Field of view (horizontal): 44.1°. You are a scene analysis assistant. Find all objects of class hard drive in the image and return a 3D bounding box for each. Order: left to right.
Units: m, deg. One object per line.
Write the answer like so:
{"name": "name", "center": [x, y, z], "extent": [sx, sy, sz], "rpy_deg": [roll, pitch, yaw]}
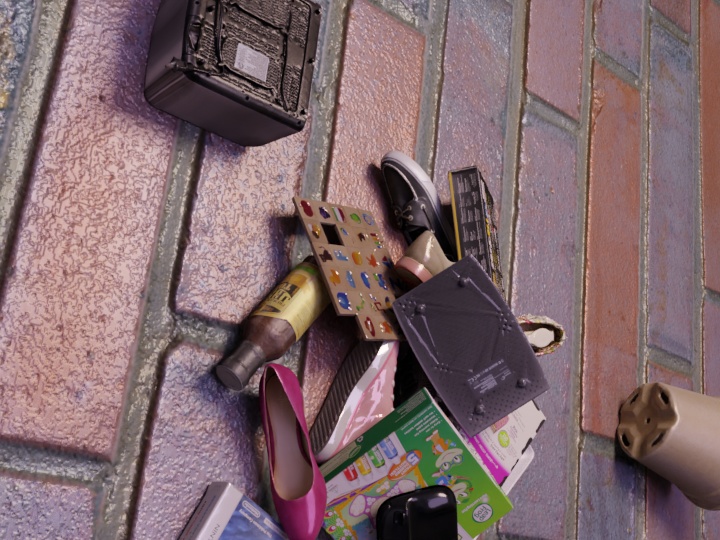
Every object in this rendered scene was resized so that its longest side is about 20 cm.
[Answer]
{"name": "hard drive", "center": [0.139, 0.095, 1.137], "extent": [0.134, 0.042, 0.201], "rpy_deg": [-31, 93, -1]}

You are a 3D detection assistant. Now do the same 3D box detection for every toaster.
{"name": "toaster", "center": [-0.156, -0.266, 1.070], "extent": [0.199, 0.118, 0.183], "rpy_deg": [19, 67, -36]}

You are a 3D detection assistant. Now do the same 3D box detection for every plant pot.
{"name": "plant pot", "center": [0.545, 0.279, 1.503], "extent": [0.182, 0.200, 0.202], "rpy_deg": [24, 64, -21]}

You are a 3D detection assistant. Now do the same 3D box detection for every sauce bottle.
{"name": "sauce bottle", "center": [-0.098, 0.063, 1.078], "extent": [0.065, 0.064, 0.200], "rpy_deg": [53, 50, -17]}

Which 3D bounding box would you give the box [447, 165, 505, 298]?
{"name": "box", "center": [0.171, -0.029, 1.279], "extent": [0.160, 0.049, 0.202], "rpy_deg": [32, 51, -69]}

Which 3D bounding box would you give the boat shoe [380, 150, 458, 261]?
{"name": "boat shoe", "center": [0.081, -0.074, 1.260], "extent": [0.057, 0.068, 0.201], "rpy_deg": [-44, 110, -37]}

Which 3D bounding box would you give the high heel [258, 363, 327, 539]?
{"name": "high heel", "center": [-0.082, 0.208, 1.012], "extent": [0.096, 0.067, 0.202], "rpy_deg": [60, 25, -63]}

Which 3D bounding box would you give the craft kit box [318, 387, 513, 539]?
{"name": "craft kit box", "center": [0.056, 0.278, 1.090], "extent": [0.199, 0.049, 0.198], "rpy_deg": [-37, 115, 1]}

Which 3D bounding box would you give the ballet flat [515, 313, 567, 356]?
{"name": "ballet flat", "center": [0.196, 0.092, 1.200], "extent": [0.198, 0.064, 0.077], "rpy_deg": [-9, 94, -30]}

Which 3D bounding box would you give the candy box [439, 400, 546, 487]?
{"name": "candy box", "center": [0.157, 0.219, 1.216], "extent": [0.200, 0.061, 0.137], "rpy_deg": [-43, 106, -37]}

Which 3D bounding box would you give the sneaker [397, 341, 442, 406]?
{"name": "sneaker", "center": [0.073, 0.127, 1.197], "extent": [0.090, 0.066, 0.201], "rpy_deg": [42, 39, -13]}

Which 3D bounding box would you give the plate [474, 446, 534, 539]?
{"name": "plate", "center": [0.147, 0.248, 1.262], "extent": [0.200, 0.032, 0.201], "rpy_deg": [-42, 107, -38]}

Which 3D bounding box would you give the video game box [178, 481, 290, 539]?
{"name": "video game box", "center": [-0.133, 0.368, 0.990], "extent": [0.200, 0.047, 0.183], "rpy_deg": [45, 57, -23]}

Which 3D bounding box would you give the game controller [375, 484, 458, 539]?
{"name": "game controller", "center": [0.073, 0.356, 1.084], "extent": [0.103, 0.042, 0.202], "rpy_deg": [-13, 113, -24]}

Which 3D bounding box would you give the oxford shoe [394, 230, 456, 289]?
{"name": "oxford shoe", "center": [0.119, 0.022, 1.231], "extent": [0.074, 0.070, 0.200], "rpy_deg": [-56, 142, -14]}

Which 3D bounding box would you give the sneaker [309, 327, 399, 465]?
{"name": "sneaker", "center": [0.015, 0.176, 1.139], "extent": [0.104, 0.075, 0.201], "rpy_deg": [38, 65, -22]}

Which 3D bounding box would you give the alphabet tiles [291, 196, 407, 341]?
{"name": "alphabet tiles", "center": [0.000, 0.000, 1.146], "extent": [0.166, 0.008, 0.202], "rpy_deg": [7, 56, -53]}
